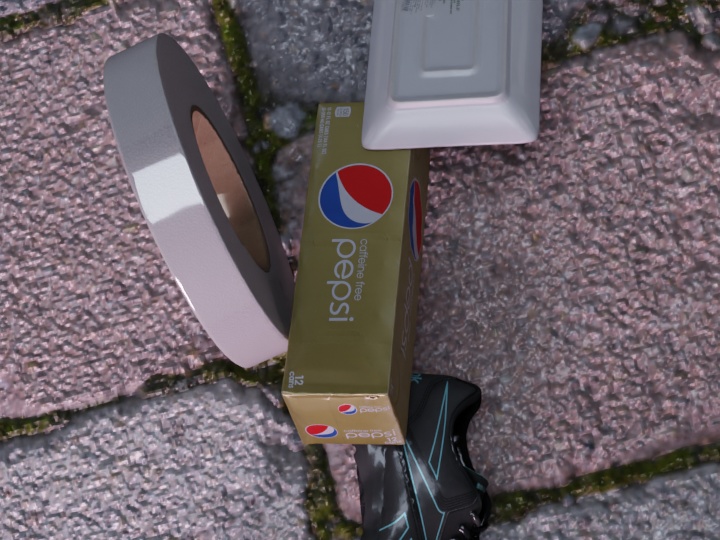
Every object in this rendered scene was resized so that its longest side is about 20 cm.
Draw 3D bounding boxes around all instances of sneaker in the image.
[{"bbox_3d":[0.037,0.157,1.064,0.079,0.075,0.202,-4,80,9],"label":"sneaker"}]

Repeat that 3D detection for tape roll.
[{"bbox_3d":[-0.090,-0.040,1.062,0.037,0.203,0.204,-23,76,6],"label":"tape roll"}]

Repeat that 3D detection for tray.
[{"bbox_3d":[0.058,-0.162,1.104,0.107,0.022,0.201,-3,57,12],"label":"tray"}]

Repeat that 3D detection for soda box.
[{"bbox_3d":[0.000,0.000,1.070,0.063,0.068,0.201,-1,60,11],"label":"soda box"}]
